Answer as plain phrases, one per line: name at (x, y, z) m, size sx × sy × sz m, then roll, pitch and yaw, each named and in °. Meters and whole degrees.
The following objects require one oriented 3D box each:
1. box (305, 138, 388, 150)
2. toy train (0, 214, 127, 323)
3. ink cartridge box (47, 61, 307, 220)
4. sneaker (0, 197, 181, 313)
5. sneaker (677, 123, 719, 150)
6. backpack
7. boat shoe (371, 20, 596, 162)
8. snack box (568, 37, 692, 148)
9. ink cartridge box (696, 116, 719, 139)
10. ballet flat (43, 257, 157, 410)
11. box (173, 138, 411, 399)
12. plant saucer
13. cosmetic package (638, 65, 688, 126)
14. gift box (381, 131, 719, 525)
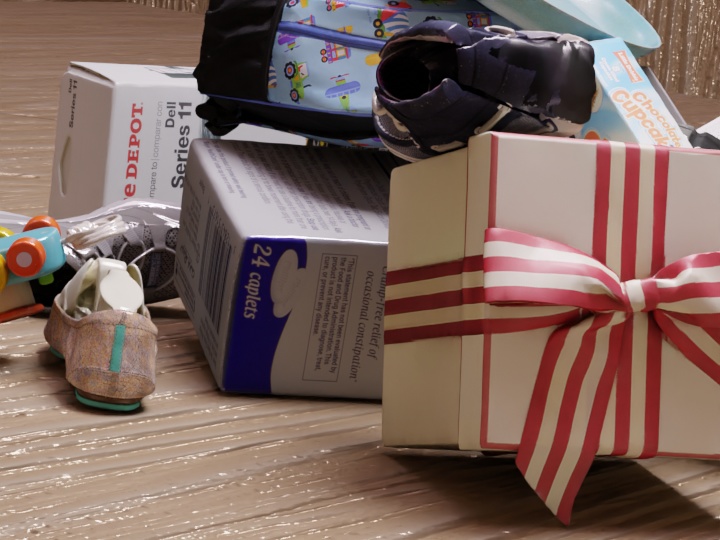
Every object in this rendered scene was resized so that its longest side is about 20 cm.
box at (0.041, -0.074, 2.054) m, size 0.160 × 0.200 × 0.049 m, roll 2°, pitch 34°, yaw -18°
toy train at (-0.231, 0.023, 1.663) m, size 0.200 × 0.056 × 0.150 m, roll -22°, pitch 15°, yaw -33°
ink cartridge box at (-0.116, -0.071, 2.099) m, size 0.200 × 0.147 × 0.083 m, roll -1°, pitch 13°, yaw -31°
sneaker at (-0.177, 0.003, 1.895) m, size 0.200 × 0.075 × 0.082 m, roll -4°, pitch 26°, yaw -19°
sneaker at (0.228, 0.002, 1.721) m, size 0.079 × 0.200 × 0.075 m, roll -38°, pitch 5°, yaw 25°
backpack at (0.018, -0.139, 1.805) m, size 0.183 × 0.135 × 0.200 m, roll 2°, pitch 6°, yaw -38°
boat shoe at (0.036, -0.101, 1.552) m, size 0.093 × 0.075 × 0.200 m, roll 9°, pitch -10°, yaw -28°
snack box at (0.164, -0.023, 1.690) m, size 0.037 × 0.116 × 0.200 m, roll -13°, pitch 60°, yaw -31°
ink cartridge box at (0.204, -0.015, 1.870) m, size 0.146 × 0.083 × 0.200 m, roll -29°, pitch 13°, yaw 17°
ballet flat at (-0.146, 0.030, 1.703) m, size 0.068 × 0.067 × 0.200 m, roll 5°, pitch 9°, yaw -14°
box at (0.000, 0.000, 1.782) m, size 0.200 × 0.105 × 0.184 m, roll 3°, pitch 21°, yaw -15°
plant saucer at (0.093, -0.182, 1.769) m, size 0.200 × 0.027 × 0.200 m, roll 30°, pitch 17°, yaw -10°
cosmetic package at (0.138, -0.078, 1.887) m, size 0.107 × 0.090 × 0.200 m, roll -36°, pitch 10°, yaw -4°
gift box at (0.123, 0.032, 1.535) m, size 0.184 × 0.200 × 0.187 m, roll -2°, pitch -4°, yaw -19°
